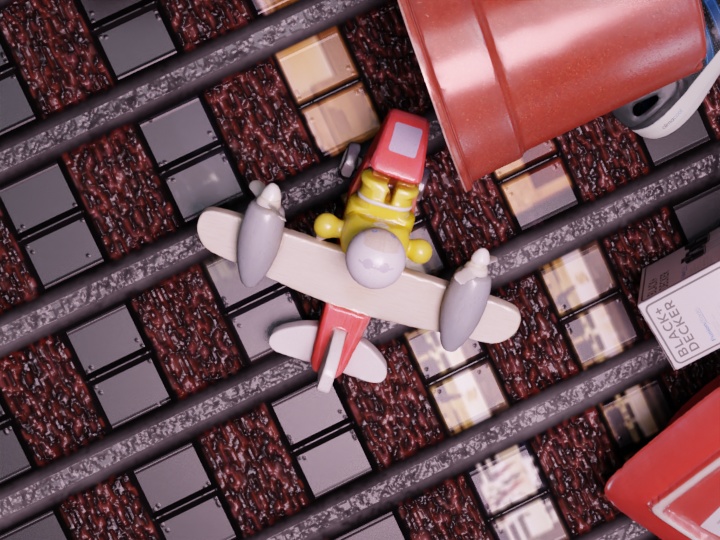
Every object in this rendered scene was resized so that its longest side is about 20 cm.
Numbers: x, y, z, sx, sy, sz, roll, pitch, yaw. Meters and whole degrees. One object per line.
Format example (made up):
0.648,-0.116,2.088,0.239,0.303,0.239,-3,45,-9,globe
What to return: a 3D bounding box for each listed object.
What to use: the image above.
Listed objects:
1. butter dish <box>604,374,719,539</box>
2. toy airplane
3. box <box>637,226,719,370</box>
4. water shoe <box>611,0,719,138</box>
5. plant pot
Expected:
0.328,0.143,1.014,0.199,0.148,0.200,33,130,-7,butter dish
0.000,0.000,0.972,0.199,0.141,0.200,-26,95,-4,toy airplane
0.316,-0.009,0.980,0.199,0.117,0.060,-31,96,21,box
0.264,-0.203,1.011,0.079,0.071,0.201,29,91,-26,water shoe
0.136,-0.184,0.928,0.194,0.201,0.202,-19,94,7,plant pot
